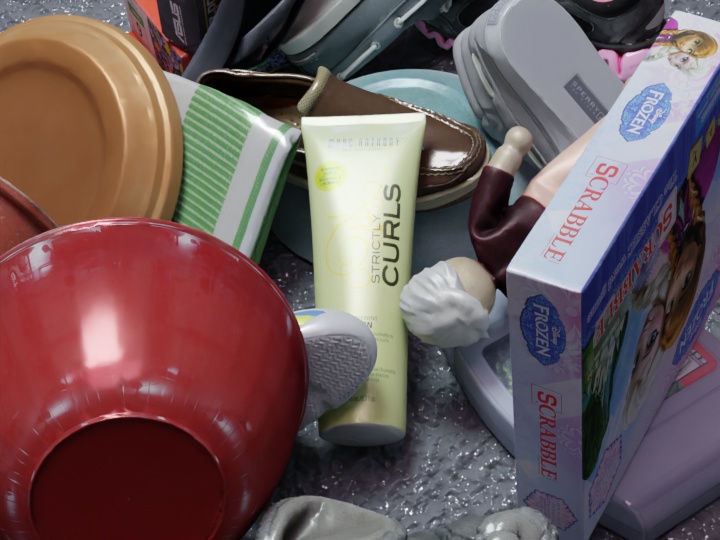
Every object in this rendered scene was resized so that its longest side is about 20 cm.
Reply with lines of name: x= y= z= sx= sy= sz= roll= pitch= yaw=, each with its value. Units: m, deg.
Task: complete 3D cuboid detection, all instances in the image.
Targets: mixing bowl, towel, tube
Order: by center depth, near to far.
mixing bowl: x=-0.118 y=0.087 z=0.866 sx=0.198 sy=0.202 sz=0.109 roll=-12 pitch=29 yaw=-4
tube: x=0.000 y=0.000 z=1.011 sx=0.058 sy=0.052 sz=0.202 roll=15 pitch=66 yaw=-34
towel: x=-0.141 y=-0.052 z=1.093 sx=0.199 sy=0.023 sz=0.154 roll=22 pitch=97 yaw=27

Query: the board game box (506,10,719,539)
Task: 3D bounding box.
board game box: x=0.138 y=0.007 z=0.889 sx=0.041 sy=0.200 sz=0.200 roll=19 pitch=53 yaw=23

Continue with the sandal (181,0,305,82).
sandal: x=-0.069 y=-0.162 z=1.159 sx=0.043 sy=0.201 sz=0.076 roll=33 pitch=16 yaw=15

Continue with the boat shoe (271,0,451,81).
boat shoe: x=0.033 y=-0.202 z=1.197 sx=0.199 sy=0.062 sz=0.073 roll=-35 pitch=35 yaw=8

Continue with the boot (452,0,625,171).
boot: x=0.136 y=-0.083 z=1.088 sx=0.073 sy=0.201 sz=0.095 roll=-37 pitch=7 yaw=-16

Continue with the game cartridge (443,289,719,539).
game cartridge: x=0.136 y=0.062 z=0.998 sx=0.133 sy=0.041 sz=0.200 roll=-32 pitch=50 yaw=-16

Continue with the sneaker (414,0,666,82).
sneaker: x=0.124 y=-0.198 z=1.205 sx=0.198 sy=0.096 sz=0.079 roll=11 pitch=51 yaw=20

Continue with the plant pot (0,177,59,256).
plant pot: x=-0.282 y=0.054 z=0.966 sx=0.199 sy=0.201 sz=0.196 roll=11 pitch=56 yaw=17

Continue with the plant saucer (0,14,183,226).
plant saucer: x=-0.204 y=-0.066 z=1.087 sx=0.198 sy=0.037 sz=0.202 roll=-5 pitch=78 yaw=25

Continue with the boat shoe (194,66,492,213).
boat shoe: x=-0.018 y=-0.087 z=1.078 sx=0.201 sy=0.075 sz=0.075 roll=7 pitch=55 yaw=22

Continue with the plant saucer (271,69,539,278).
plant saucer: x=0.027 y=-0.079 z=1.143 sx=0.199 sy=0.039 sz=0.202 roll=-3 pitch=46 yaw=4

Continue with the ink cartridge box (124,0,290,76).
ink cartridge box: x=-0.119 y=-0.178 z=1.249 sx=0.199 sy=0.051 sz=0.109 roll=-26 pitch=49 yaw=-17

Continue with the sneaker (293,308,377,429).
sneaker: x=-0.083 y=0.046 z=0.987 sx=0.198 sy=0.076 sz=0.106 roll=-20 pitch=38 yaw=17

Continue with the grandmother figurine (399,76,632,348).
grandmother figurine: x=0.108 y=-0.022 z=0.996 sx=0.199 sy=0.061 sz=0.122 roll=-35 pitch=89 yaw=-14

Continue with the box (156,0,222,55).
box: x=-0.074 y=-0.261 z=1.150 sx=0.049 sy=0.201 sz=0.161 roll=31 pitch=60 yaw=25

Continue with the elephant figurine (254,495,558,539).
elephant figurine: x=-0.005 y=0.171 z=0.836 sx=0.198 sy=0.156 sz=0.143 roll=1 pitch=61 yaw=-3
